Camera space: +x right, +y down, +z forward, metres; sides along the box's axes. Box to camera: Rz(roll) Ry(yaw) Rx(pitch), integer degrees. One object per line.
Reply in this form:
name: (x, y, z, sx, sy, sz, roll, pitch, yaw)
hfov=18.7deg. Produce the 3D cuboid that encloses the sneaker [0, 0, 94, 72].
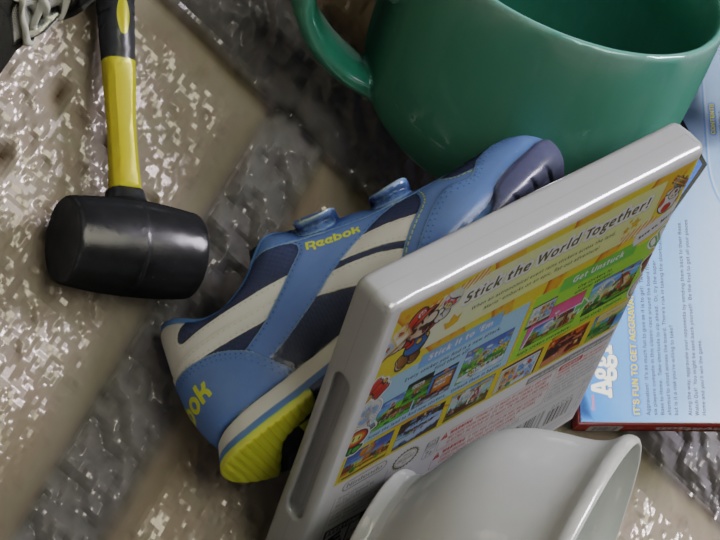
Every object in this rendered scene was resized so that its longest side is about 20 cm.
sneaker: (-0.123, -0.142, 0.903, 0.088, 0.074, 0.201, 18, 66, -4)

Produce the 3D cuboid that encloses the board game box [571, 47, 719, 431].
board game box: (0.152, -0.019, 1.098, 0.102, 0.019, 0.201, 2, 75, -9)

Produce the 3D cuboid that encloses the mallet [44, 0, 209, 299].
mallet: (-0.113, -0.084, 0.938, 0.066, 0.041, 0.201, -1, 73, -35)

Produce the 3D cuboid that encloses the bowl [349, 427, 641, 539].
bowl: (0.039, 0.145, 0.917, 0.090, 0.202, 0.202, 24, 56, 14)

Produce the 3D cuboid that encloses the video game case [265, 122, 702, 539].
video game case: (0.051, 0.037, 0.944, 0.199, 0.183, 0.023, -26, 59, -38)

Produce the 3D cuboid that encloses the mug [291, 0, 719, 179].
mug: (0.064, -0.105, 1.015, 0.184, 0.115, 0.152, 28, 36, 8)

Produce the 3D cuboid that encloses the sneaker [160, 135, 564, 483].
sneaker: (0.000, 0.000, 0.930, 0.200, 0.074, 0.082, -38, 64, -8)
